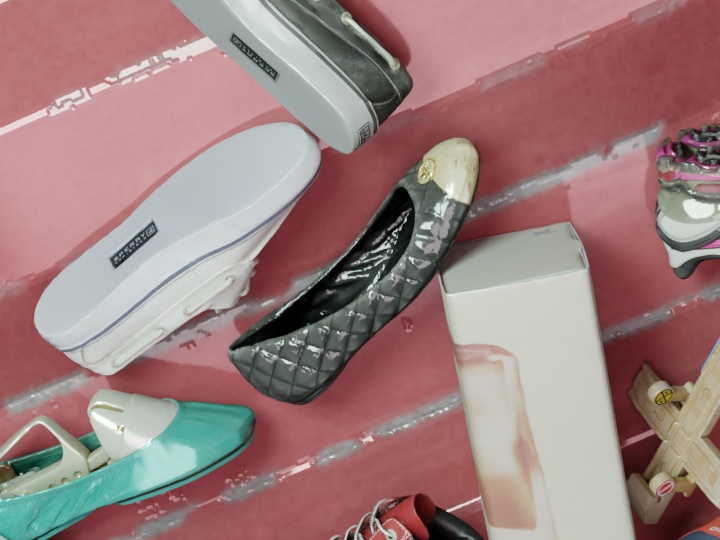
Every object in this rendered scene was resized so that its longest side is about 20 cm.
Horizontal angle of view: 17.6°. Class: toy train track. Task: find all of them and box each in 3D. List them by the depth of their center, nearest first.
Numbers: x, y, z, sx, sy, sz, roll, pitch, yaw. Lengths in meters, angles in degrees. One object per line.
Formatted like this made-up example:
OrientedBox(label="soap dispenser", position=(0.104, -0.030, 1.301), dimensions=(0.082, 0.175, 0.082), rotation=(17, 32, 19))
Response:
OrientedBox(label="toy train track", position=(0.199, 0.066, 1.357), dimensions=(0.032, 0.115, 0.200), rotation=(3, 125, -36))

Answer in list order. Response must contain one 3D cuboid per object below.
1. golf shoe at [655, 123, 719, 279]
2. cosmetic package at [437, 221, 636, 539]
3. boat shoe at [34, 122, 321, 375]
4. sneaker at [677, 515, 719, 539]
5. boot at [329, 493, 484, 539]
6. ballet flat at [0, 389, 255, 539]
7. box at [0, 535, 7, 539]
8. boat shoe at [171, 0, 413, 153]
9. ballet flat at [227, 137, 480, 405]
OrientedBox(label="golf shoe", position=(0.273, -0.037, 1.361), dimensions=(0.199, 0.073, 0.092), rotation=(0, 116, 10))
OrientedBox(label="cosmetic package", position=(0.105, 0.085, 1.380), dimensions=(0.087, 0.103, 0.201), rotation=(-10, 106, 2))
OrientedBox(label="boat shoe", position=(-0.096, -0.008, 1.378), dimensions=(0.200, 0.071, 0.070), rotation=(-39, 130, 7))
OrientedBox(label="sneaker", position=(0.212, 0.221, 1.419), dimensions=(0.075, 0.085, 0.200), rotation=(34, 149, 22))
OrientedBox(label="boot", position=(-0.030, 0.176, 1.403), dimensions=(0.199, 0.073, 0.145), rotation=(13, 128, -11))
OrientedBox(label="ballet flat", position=(-0.163, 0.113, 1.405), dimensions=(0.200, 0.067, 0.071), rotation=(-25, 114, 9))
OrientedBox(label="box", position=(-0.248, 0.258, 1.405), dimensions=(0.200, 0.105, 0.184), rotation=(35, 124, -9))
OrientedBox(label="boat shoe", position=(-0.055, -0.157, 1.330), dimensions=(0.200, 0.071, 0.064), rotation=(46, 70, -4))
OrientedBox(label="ballet flat", position=(0.000, 0.000, 1.370), dimensions=(0.057, 0.067, 0.200), rotation=(32, 107, -27))
